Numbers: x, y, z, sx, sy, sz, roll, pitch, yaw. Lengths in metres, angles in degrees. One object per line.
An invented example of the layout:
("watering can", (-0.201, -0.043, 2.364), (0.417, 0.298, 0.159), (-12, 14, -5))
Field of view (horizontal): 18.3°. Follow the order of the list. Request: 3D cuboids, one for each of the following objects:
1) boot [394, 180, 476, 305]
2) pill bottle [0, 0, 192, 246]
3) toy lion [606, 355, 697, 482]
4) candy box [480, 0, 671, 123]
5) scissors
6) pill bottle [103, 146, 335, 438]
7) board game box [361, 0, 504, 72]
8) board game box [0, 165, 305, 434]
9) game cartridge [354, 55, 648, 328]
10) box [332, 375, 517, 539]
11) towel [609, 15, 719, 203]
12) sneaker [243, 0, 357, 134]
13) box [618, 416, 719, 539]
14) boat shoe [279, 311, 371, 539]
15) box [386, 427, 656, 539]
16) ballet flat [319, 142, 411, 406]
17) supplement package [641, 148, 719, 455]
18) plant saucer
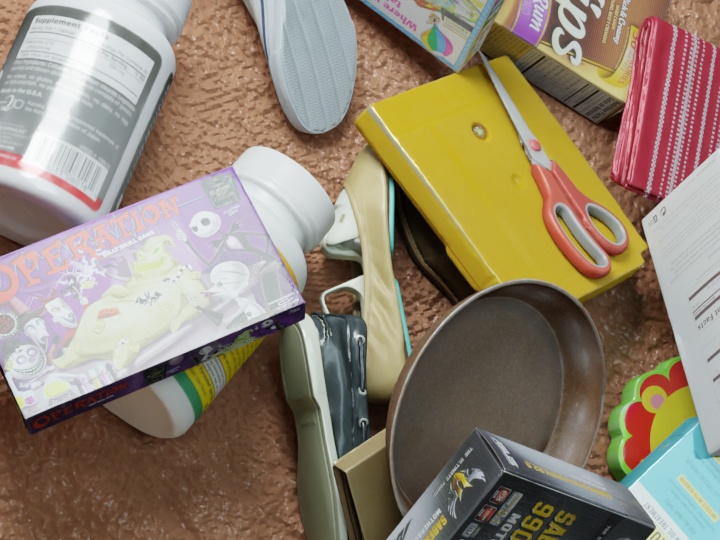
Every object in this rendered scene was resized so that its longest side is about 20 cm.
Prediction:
("boot", (0.093, -0.005, 1.672), (0.073, 0.075, 0.200), (-27, 86, -24))
("pill bottle", (-0.197, -0.122, 1.565), (0.114, 0.114, 0.200), (26, 68, -13))
("toy lion", (0.290, 0.155, 1.720), (0.191, 0.069, 0.200), (-23, 86, -18))
("candy box", (0.138, -0.218, 1.756), (0.200, 0.056, 0.117), (30, 66, -14))
("scissors", (0.131, -0.081, 1.668), (0.073, 0.014, 0.200), (-29, 80, -46))
("pill bottle", (-0.108, 0.010, 1.566), (0.113, 0.113, 0.200), (42, 65, -7))
("board game box", (0.020, -0.250, 1.649), (0.200, 0.135, 0.034), (37, 58, 5))
("board game box", (-0.150, 0.017, 1.481), (0.200, 0.032, 0.120), (-23, 60, -14))
("game cartridge", (0.109, -0.058, 1.667), (0.176, 0.032, 0.200), (-24, 75, -47))
("box", (0.075, 0.157, 1.597), (0.200, 0.021, 0.164), (-31, 122, -29))
("towel", (0.284, -0.102, 1.771), (0.200, 0.022, 0.145), (21, 72, -33))
("sneaker", (-0.055, -0.202, 1.670), (0.073, 0.071, 0.201), (-17, 104, -28))
("box", (0.206, 0.201, 1.650), (0.200, 0.049, 0.082), (-42, 90, -12))
("boat shoe", (-0.009, 0.125, 1.586), (0.066, 0.074, 0.200), (-10, 89, -24))
("box", (0.082, 0.214, 1.531), (0.158, 0.200, 0.048), (24, 22, -39))
("ballet flat", (0.000, 0.000, 1.640), (0.063, 0.069, 0.201), (-4, 76, -8))
("supplement package", (0.304, 0.026, 1.654), (0.113, 0.110, 0.200), (3, 60, -29))
("plant saucer", (0.088, 0.099, 1.551), (0.200, 0.034, 0.201), (-13, 112, -36))
